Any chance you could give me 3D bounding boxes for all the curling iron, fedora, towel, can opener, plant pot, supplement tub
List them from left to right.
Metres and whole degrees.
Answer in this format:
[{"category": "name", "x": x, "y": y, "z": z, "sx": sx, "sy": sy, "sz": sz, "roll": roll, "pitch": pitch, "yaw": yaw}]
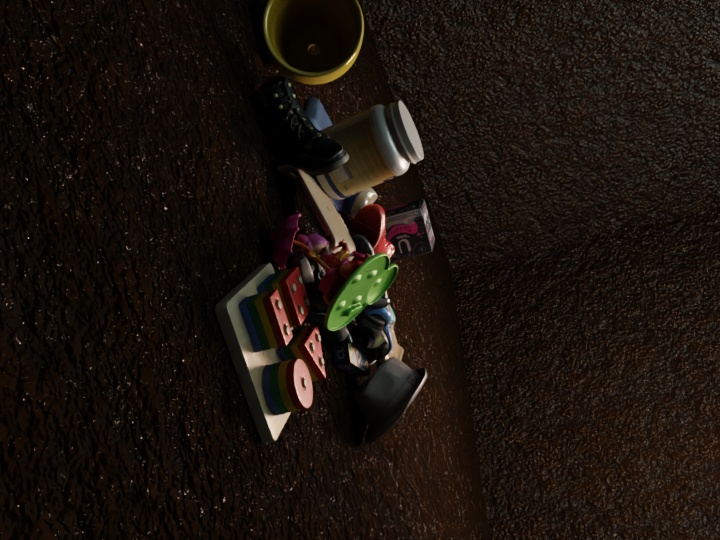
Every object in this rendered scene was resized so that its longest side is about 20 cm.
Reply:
[{"category": "plant pot", "x": -0.098, "y": -0.479, "z": 1.360, "sx": 0.189, "sy": 0.199, "sz": 0.202, "roll": -147, "pitch": -138, "yaw": -85}, {"category": "towel", "x": -0.100, "y": -0.285, "z": 1.425, "sx": 0.201, "sy": 0.048, "sz": 0.112, "roll": -87, "pitch": 155, "yaw": -47}, {"category": "can opener", "x": -0.080, "y": 0.048, "z": 1.194, "sx": 0.066, "sy": 0.052, "sz": 0.201, "roll": -44, "pitch": 125, "yaw": -35}, {"category": "curling iron", "x": -0.055, "y": 0.045, "z": 1.258, "sx": 0.050, "sy": 0.025, "sz": 0.201, "roll": -11, "pitch": 77, "yaw": -81}, {"category": "can opener", "x": -0.027, "y": 0.046, "z": 1.174, "sx": 0.199, "sy": 0.079, "sz": 0.064, "roll": -5, "pitch": 59, "yaw": -44}, {"category": "supplement tub", "x": 0.011, "y": -0.239, "z": 1.296, "sx": 0.145, "sy": 0.199, "sz": 0.145, "roll": 55, "pitch": 23, "yaw": -38}, {"category": "fedora", "x": 0.048, "y": 0.248, "z": 1.341, "sx": 0.090, "sy": 0.177, "sz": 0.200, "roll": 44, "pitch": 43, "yaw": 2}]

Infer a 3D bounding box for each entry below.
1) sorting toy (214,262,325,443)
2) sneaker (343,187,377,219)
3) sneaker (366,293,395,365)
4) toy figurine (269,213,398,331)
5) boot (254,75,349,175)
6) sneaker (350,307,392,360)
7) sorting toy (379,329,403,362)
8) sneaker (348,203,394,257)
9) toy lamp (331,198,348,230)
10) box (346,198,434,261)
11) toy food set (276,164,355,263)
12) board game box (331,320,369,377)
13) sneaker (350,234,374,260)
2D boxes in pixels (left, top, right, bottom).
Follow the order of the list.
[{"category": "sorting toy", "x": -0.110, "y": 0.103, "z": 0.932, "sx": 0.200, "sy": 0.069, "sz": 0.200, "roll": -61, "pitch": 136, "yaw": -72}, {"category": "sneaker", "x": -0.024, "y": -0.175, "z": 1.482, "sx": 0.111, "sy": 0.077, "sz": 0.200, "roll": 46, "pitch": -1, "yaw": 3}, {"category": "sneaker", "x": 0.029, "y": 0.132, "z": 1.487, "sx": 0.121, "sy": 0.083, "sz": 0.201, "roll": 67, "pitch": 29, "yaw": -61}, {"category": "toy figurine", "x": -0.056, "y": -0.022, "z": 1.072, "sx": 0.184, "sy": 0.151, "sz": 0.200, "roll": 39, "pitch": 25, "yaw": 18}, {"category": "boot", "x": -0.110, "y": -0.259, "z": 1.166, "sx": 0.203, "sy": 0.073, "sz": 0.154, "roll": 33, "pitch": -25, "yaw": 52}, {"category": "sneaker", "x": 0.018, "y": 0.124, "z": 1.316, "sx": 0.071, "sy": 0.082, "sz": 0.200, "roll": 53, "pitch": -15, "yaw": 28}, {"category": "sorting toy", "x": 0.054, "y": 0.150, "z": 1.675, "sx": 0.185, "sy": 0.036, "sz": 0.201, "roll": -58, "pitch": 129, "yaw": -72}, {"category": "sneaker", "x": 0.031, "y": -0.075, "z": 1.470, "sx": 0.115, "sy": 0.078, "sz": 0.201, "roll": -34, "pitch": 152, "yaw": -47}, {"category": "toy lamp", "x": -0.045, "y": -0.104, "z": 1.456, "sx": 0.200, "sy": 0.058, "sz": 0.059, "roll": 63, "pitch": 18, "yaw": -50}, {"category": "box", "x": 0.074, "y": -0.086, "z": 1.618, "sx": 0.132, "sy": 0.199, "sz": 0.115, "roll": -60, "pitch": 133, "yaw": -71}, {"category": "toy food set", "x": -0.086, "y": -0.101, "z": 1.239, "sx": 0.201, "sy": 0.060, "sz": 0.143, "roll": 61, "pitch": 11, "yaw": 10}, {"category": "board game box", "x": -0.029, "y": 0.109, "z": 1.348, "sx": 0.136, "sy": 0.034, "sz": 0.201, "roll": 48, "pitch": 30, "yaw": -64}, {"category": "sneaker", "x": 0.000, "y": 0.000, "z": 1.380, "sx": 0.116, "sy": 0.075, "sz": 0.201, "roll": -91, "pitch": 173, "yaw": -62}]
